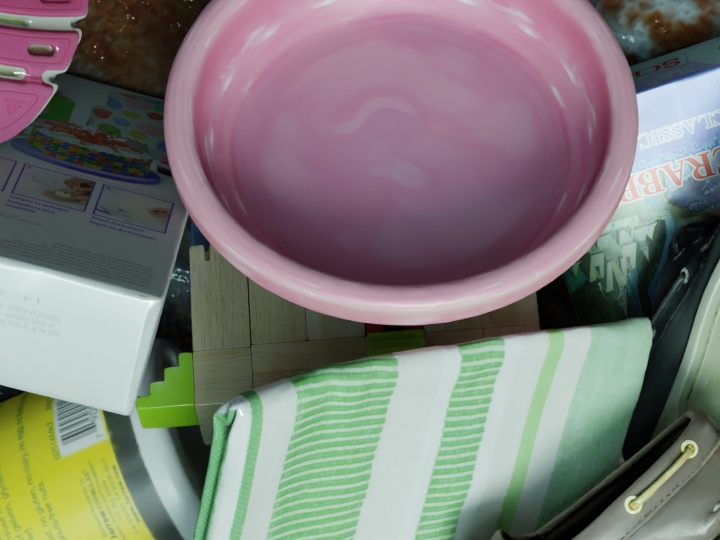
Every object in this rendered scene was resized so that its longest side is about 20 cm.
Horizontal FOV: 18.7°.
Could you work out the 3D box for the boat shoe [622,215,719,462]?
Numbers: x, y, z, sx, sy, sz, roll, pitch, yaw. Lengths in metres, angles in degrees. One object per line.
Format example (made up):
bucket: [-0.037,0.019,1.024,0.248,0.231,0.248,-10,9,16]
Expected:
boat shoe: [0.159,0.011,0.962,0.074,0.066,0.200,-6,127,-31]

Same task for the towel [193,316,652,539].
towel: [0.023,0.097,0.910,0.199,0.023,0.153,-6,124,-28]

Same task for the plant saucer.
plant saucer: [0.017,-0.058,0.933,0.200,0.201,0.051,1,148,2]

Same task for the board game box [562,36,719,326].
board game box: [0.193,-0.012,1.008,0.199,0.041,0.200,-18,111,10]

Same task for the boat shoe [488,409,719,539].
boat shoe: [0.075,0.132,0.913,0.200,0.072,0.060,-32,93,7]

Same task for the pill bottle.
pill bottle: [-0.160,0.119,1.021,0.199,0.114,0.115,-24,110,11]

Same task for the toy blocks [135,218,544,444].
toy blocks: [0.000,0.000,0.974,0.199,0.137,0.100,-5,156,0]

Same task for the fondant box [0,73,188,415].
fondant box: [-0.147,-0.025,0.929,0.144,0.200,0.058,14,117,-4]

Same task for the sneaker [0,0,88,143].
sneaker: [-0.168,-0.150,0.921,0.087,0.074,0.201,-2,88,47]
